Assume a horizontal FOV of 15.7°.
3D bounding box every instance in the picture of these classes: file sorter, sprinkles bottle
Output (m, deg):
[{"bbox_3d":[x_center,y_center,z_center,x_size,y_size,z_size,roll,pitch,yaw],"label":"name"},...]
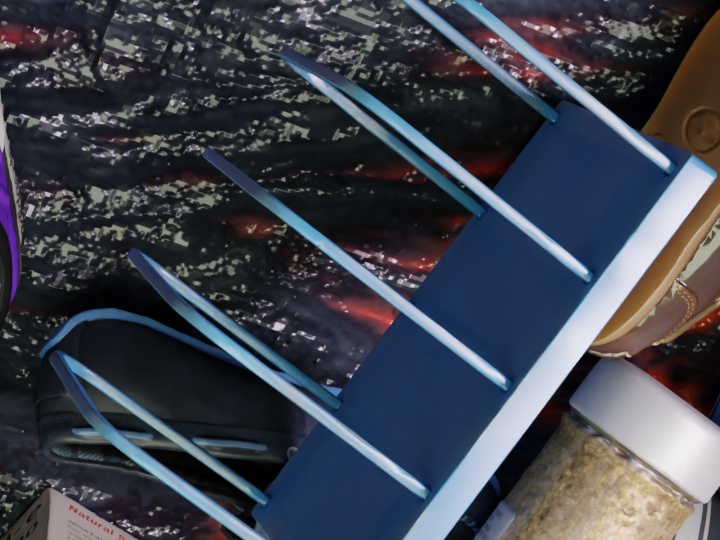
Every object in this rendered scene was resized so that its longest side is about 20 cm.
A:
[{"bbox_3d":[0.000,0.000,0.926,0.123,0.139,0.200,38,90,-19],"label":"file sorter"},{"bbox_3d":[0.068,0.131,1.042,0.068,0.068,0.200,35,92,-22],"label":"sprinkles bottle"}]

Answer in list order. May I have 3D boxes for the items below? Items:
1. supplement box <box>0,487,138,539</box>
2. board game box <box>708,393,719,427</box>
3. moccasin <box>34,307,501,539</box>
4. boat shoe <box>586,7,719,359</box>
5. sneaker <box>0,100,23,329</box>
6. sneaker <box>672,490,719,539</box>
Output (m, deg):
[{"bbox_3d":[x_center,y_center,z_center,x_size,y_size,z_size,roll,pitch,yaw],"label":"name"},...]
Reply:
[{"bbox_3d":[-0.101,0.196,1.055,0.126,0.200,0.074,35,113,-21],"label":"supplement box"},{"bbox_3d":[0.203,0.062,0.977,0.036,0.152,0.200,-19,148,-26],"label":"board game box"},{"bbox_3d":[-0.041,0.083,1.051,0.199,0.068,0.081,19,146,-12],"label":"moccasin"},{"bbox_3d":[0.146,-0.047,0.985,0.200,0.071,0.070,-45,151,18],"label":"boat shoe"},{"bbox_3d":[-0.163,-0.048,0.948,0.069,0.100,0.201,-11,124,3],"label":"sneaker"},{"bbox_3d":[0.123,0.177,1.057,0.079,0.201,0.078,37,147,-25],"label":"sneaker"}]
